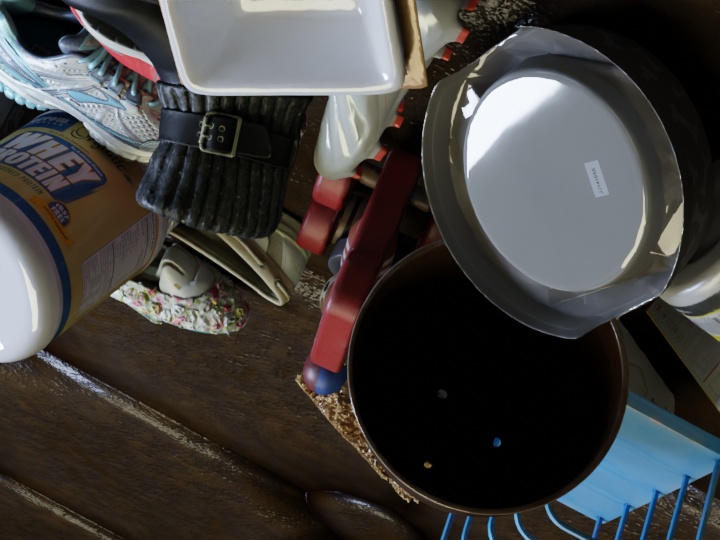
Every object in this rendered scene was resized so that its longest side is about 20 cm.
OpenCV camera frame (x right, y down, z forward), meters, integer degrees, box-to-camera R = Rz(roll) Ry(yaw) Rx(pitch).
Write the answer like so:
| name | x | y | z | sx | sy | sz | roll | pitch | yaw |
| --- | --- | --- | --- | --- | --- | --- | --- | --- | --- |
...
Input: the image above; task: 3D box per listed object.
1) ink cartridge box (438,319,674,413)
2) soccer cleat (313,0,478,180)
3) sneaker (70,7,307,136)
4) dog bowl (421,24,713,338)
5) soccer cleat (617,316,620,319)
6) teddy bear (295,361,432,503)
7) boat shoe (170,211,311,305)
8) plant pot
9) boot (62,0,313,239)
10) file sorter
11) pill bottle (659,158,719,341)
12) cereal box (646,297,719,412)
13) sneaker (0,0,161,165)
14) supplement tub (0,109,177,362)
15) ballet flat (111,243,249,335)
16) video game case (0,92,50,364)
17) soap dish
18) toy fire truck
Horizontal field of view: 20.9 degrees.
| name | x | y | z | sx | sy | sz | roll | pitch | yaw |
| --- | --- | --- | --- | --- | --- | --- | --- | --- | --- |
| ink cartridge box | 0.135 | 0.099 | 1.592 | 0.199 | 0.084 | 0.147 | 1 | 146 | 38 |
| soccer cleat | 0.005 | -0.134 | 1.268 | 0.077 | 0.070 | 0.200 | 26 | 139 | -10 |
| sneaker | -0.121 | -0.154 | 1.380 | 0.200 | 0.077 | 0.085 | 38 | 171 | -17 |
| dog bowl | 0.132 | -0.061 | 1.219 | 0.199 | 0.058 | 0.202 | 21 | 123 | 36 |
| soccer cleat | 0.155 | -0.014 | 1.358 | 0.068 | 0.086 | 0.201 | 14 | 153 | 21 |
| teddy bear | 0.019 | 0.118 | 1.556 | 0.145 | 0.067 | 0.200 | 44 | 175 | 46 |
| boat shoe | -0.136 | -0.041 | 1.590 | 0.199 | 0.064 | 0.073 | 28 | 154 | -7 |
| plant pot | 0.078 | 0.095 | 1.366 | 0.185 | 0.188 | 0.200 | 23 | 163 | 4 |
| boot | -0.128 | -0.118 | 1.295 | 0.209 | 0.159 | 0.080 | 21 | -163 | -12 |
| file sorter | 0.163 | 0.182 | 1.493 | 0.138 | 0.123 | 0.200 | 28 | 152 | -11 |
| pill bottle | 0.294 | 0.020 | 1.268 | 0.199 | 0.115 | 0.114 | 34 | 153 | -20 |
| cereal box | 0.287 | 0.090 | 1.362 | 0.143 | 0.040 | 0.200 | 35 | -168 | -20 |
| sneaker | -0.188 | -0.144 | 1.432 | 0.198 | 0.078 | 0.087 | 19 | 148 | 8 |
| supplement tub | -0.236 | -0.036 | 1.483 | 0.144 | 0.200 | 0.146 | 16 | 125 | 25 |
| ballet flat | -0.188 | -0.003 | 1.708 | 0.198 | 0.076 | 0.064 | 20 | 139 | 2 |
| video game case | -0.291 | -0.050 | 1.574 | 0.025 | 0.182 | 0.201 | 14 | 153 | 22 |
| soap dish | -0.046 | -0.196 | 1.122 | 0.156 | 0.082 | 0.201 | 1 | 132 | 14 |
| toy fire truck | 0.000 | 0.000 | 1.426 | 0.111 | 0.169 | 0.200 | 24 | 154 | 1 |
